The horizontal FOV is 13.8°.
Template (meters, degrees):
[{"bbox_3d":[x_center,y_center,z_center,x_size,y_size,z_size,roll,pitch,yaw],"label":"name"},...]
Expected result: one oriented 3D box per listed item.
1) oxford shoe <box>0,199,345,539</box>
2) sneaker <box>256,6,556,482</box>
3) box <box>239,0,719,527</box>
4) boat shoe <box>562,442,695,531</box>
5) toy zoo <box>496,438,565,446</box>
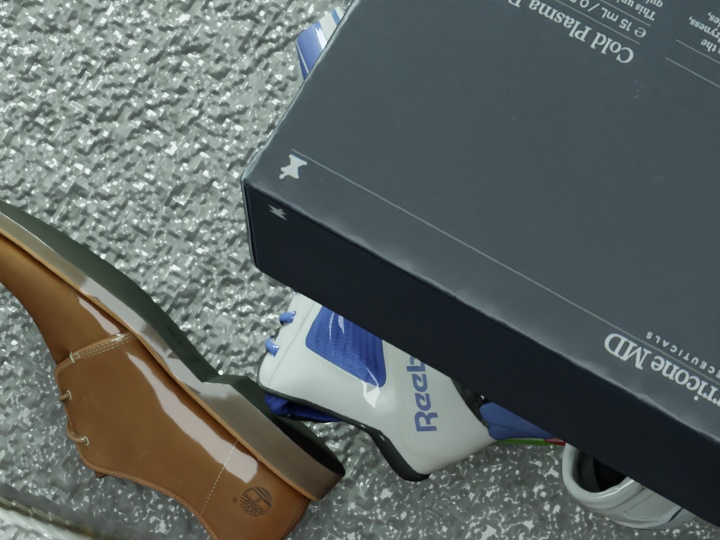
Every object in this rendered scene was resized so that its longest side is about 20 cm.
[{"bbox_3d":[-0.103,0.042,1.217,0.200,0.071,0.071,42,98,12],"label":"oxford shoe"},{"bbox_3d":[0.000,0.001,1.188,0.115,0.081,0.200,-33,66,22],"label":"sneaker"},{"bbox_3d":[0.088,-0.043,1.044,0.200,0.104,0.182,29,75,9],"label":"box"},{"bbox_3d":[0.140,0.008,1.118,0.072,0.066,0.200,41,101,27],"label":"boat shoe"},{"bbox_3d":[0.129,0.008,1.173,0.200,0.020,0.131,2,83,28],"label":"toy zoo"}]
